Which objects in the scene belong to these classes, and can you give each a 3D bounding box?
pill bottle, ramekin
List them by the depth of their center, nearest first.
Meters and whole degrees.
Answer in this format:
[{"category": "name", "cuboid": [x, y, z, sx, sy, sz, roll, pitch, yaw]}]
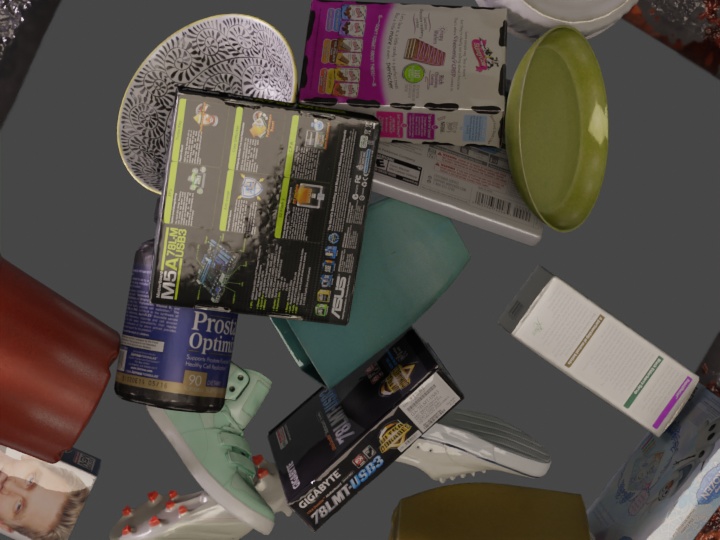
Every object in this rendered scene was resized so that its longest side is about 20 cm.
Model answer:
[{"category": "pill bottle", "cuboid": [-0.175, 0.034, 1.452, 0.111, 0.112, 0.202, 9, 88, -7]}, {"category": "ramekin", "cuboid": [0.205, -0.328, 1.481, 0.198, 0.105, 0.202, -1, 99, -5]}]

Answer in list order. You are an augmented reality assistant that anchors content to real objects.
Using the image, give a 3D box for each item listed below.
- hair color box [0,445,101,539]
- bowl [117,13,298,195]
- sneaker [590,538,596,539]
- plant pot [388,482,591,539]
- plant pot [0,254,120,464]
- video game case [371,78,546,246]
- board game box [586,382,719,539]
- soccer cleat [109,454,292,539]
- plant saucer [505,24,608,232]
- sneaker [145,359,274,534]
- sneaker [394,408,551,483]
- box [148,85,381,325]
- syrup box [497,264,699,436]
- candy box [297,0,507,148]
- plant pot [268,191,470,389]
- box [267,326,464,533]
[{"category": "hair color box", "cuboid": [-0.382, 0.209, 1.533, 0.199, 0.061, 0.101, 25, 96, -9]}, {"category": "bowl", "cuboid": [-0.134, -0.144, 1.467, 0.199, 0.094, 0.202, -11, 62, 21]}, {"category": "sneaker", "cuboid": [0.247, 0.404, 1.579, 0.073, 0.116, 0.201, -5, 115, 8]}, {"category": "plant pot", "cuboid": [0.117, 0.332, 1.529, 0.198, 0.196, 0.196, 15, 108, 0]}, {"category": "plant pot", "cuboid": [-0.357, 0.085, 1.459, 0.194, 0.201, 0.202, 30, 95, -18]}, {"category": "video game case", "cuboid": [0.101, -0.132, 1.490, 0.199, 0.022, 0.183, 18, 58, -8]}, {"category": "board game box", "cuboid": [0.323, 0.219, 1.530, 0.043, 0.200, 0.199, 37, 94, -6]}, {"category": "soccer cleat", "cuboid": [-0.167, 0.265, 1.561, 0.199, 0.069, 0.078, -21, 117, 1]}, {"category": "plant saucer", "cuboid": [0.190, -0.138, 1.444, 0.031, 0.200, 0.202, 2, 101, 34]}, {"category": "sneaker", "cuboid": [-0.125, 0.167, 1.506, 0.118, 0.074, 0.201, -41, 62, -2]}, {"category": "sneaker", "cuboid": [0.104, 0.192, 1.580, 0.199, 0.073, 0.071, 18, 113, -2]}, {"category": "box", "cuboid": [-0.090, -0.057, 1.363, 0.192, 0.048, 0.202, 7, 104, -9]}, {"category": "syrup box", "cuboid": [0.253, 0.085, 1.564, 0.199, 0.079, 0.082, 35, 94, -10]}, {"category": "candy box", "cuboid": [0.044, -0.195, 1.449, 0.198, 0.061, 0.137, 3, 57, 4]}, {"category": "plant pot", "cuboid": [0.000, 0.000, 1.502, 0.199, 0.141, 0.142, -33, 101, -10]}, {"category": "box", "cuboid": [0.000, 0.149, 1.489, 0.198, 0.200, 0.050, -40, 105, 2]}]
